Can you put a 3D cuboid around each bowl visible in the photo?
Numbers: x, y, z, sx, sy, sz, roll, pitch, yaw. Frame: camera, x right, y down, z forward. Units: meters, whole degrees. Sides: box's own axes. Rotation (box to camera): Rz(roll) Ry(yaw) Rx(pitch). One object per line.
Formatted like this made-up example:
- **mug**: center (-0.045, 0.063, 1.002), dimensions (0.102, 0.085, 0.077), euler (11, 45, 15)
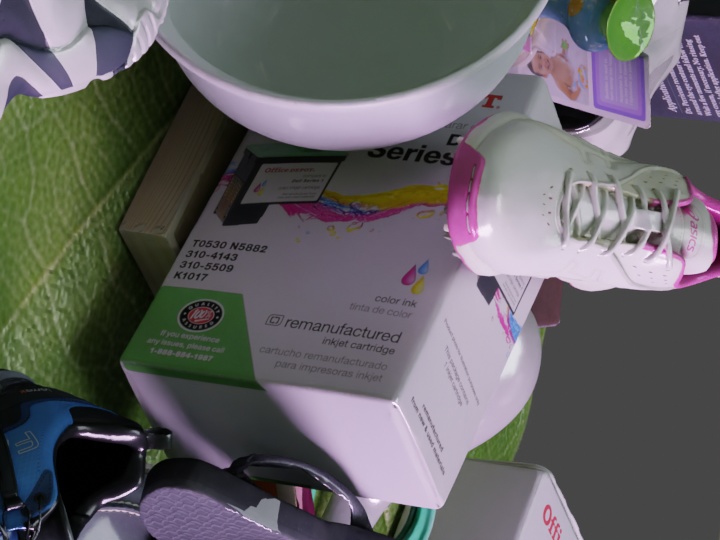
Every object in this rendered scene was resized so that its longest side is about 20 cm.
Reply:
- **bowl**: center (-0.005, -0.123, 1.167), dimensions (0.091, 0.200, 0.202), euler (84, 27, -52)

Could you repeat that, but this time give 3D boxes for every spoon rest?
- **spoon rest**: center (0.022, 0.089, 1.371), dimensions (0.201, 0.099, 0.061), euler (-59, -175, 5)

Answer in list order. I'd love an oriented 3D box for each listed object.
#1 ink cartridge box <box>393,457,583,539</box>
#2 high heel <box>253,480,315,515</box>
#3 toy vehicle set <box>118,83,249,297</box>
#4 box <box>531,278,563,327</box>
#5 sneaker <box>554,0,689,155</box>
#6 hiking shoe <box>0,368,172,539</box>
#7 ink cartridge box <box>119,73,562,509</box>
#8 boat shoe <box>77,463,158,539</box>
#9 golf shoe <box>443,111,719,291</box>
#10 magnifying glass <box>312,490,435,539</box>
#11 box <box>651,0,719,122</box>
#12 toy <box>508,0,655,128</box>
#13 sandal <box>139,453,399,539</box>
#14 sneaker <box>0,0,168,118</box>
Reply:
- **ink cartridge box**: center (0.062, 0.230, 1.508), dimensions (0.201, 0.083, 0.146), euler (-67, 150, -30)
- **high heel**: center (-0.036, 0.161, 1.306), dimensions (0.096, 0.067, 0.201), euler (-26, 135, -48)
- **toy vehicle set**: center (-0.052, -0.005, 1.276), dimensions (0.125, 0.026, 0.200), euler (-65, 149, -32)
- **box**: center (0.063, -0.072, 1.412), dimensions (0.075, 0.100, 0.202), euler (-6, 101, -63)
- **sneaker**: center (0.146, -0.155, 1.373), dimensions (0.088, 0.074, 0.201), euler (35, 75, -61)
- **hiking shoe**: center (-0.160, 0.104, 1.016), dimensions (0.200, 0.086, 0.075), euler (-51, 139, -47)
- **ink cartridge box**: center (0.000, 0.000, 1.186), dimensions (0.201, 0.144, 0.084), euler (-64, 147, -34)
- **boat shoe**: center (-0.078, 0.141, 1.159), dimensions (0.199, 0.062, 0.073), euler (26, 97, -42)
- **golf shoe**: center (0.107, -0.028, 1.134), dimensions (0.200, 0.091, 0.076), euler (5, 91, -61)
- **magnifying glass**: center (-0.002, 0.064, 1.310), dimensions (0.079, 0.022, 0.201), euler (-10, 99, -26)
- **box**: center (0.203, -0.204, 1.546), dimensions (0.118, 0.199, 0.198), euler (56, 48, -53)
- **toy**: center (0.058, -0.140, 1.287), dimensions (0.047, 0.199, 0.116), euler (-29, 124, -40)
- **sandal**: center (-0.025, 0.116, 1.143), dimensions (0.200, 0.076, 0.043), euler (29, 62, -45)
- **sneaker**: center (-0.141, -0.137, 0.997), dimensions (0.199, 0.079, 0.130), euler (-35, 136, -44)
